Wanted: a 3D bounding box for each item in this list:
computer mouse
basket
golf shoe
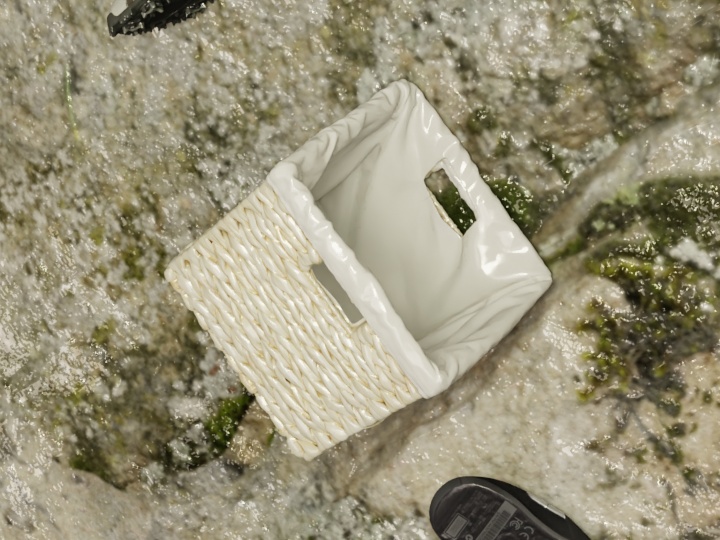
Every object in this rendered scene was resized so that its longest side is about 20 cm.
[{"bbox_3d":[0.135,0.245,1.662,0.200,0.046,0.141,28,117,1],"label":"computer mouse"},{"bbox_3d":[0.000,0.000,1.539,0.161,0.200,0.198,-34,93,39],"label":"basket"},{"bbox_3d":[-0.135,-0.258,1.578,0.200,0.078,0.095,-41,72,32],"label":"golf shoe"}]
